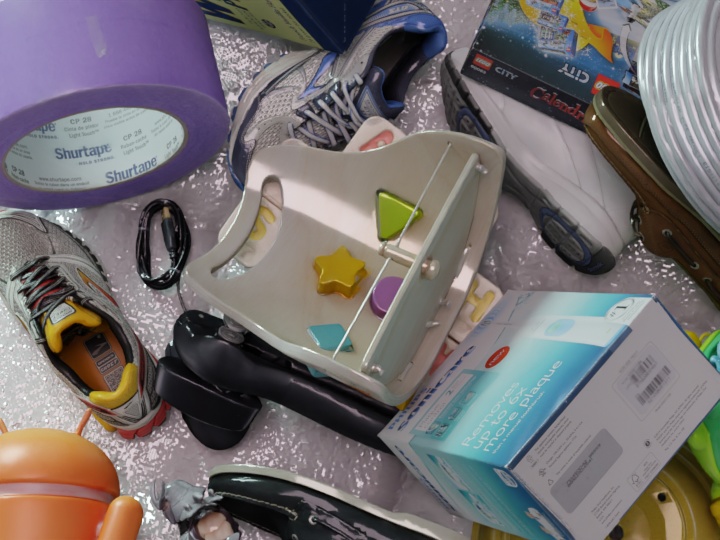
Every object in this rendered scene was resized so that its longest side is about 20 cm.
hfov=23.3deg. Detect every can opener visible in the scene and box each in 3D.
[{"bbox_3d":[-0.044,0.081,1.229,0.198,0.079,0.064,18,36,-4],"label":"can opener"}]

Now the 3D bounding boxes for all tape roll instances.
[{"bbox_3d":[-0.198,-0.122,1.250,0.198,0.200,0.086,-15,73,2],"label":"tape roll"}]

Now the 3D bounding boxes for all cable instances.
[{"bbox_3d":[0.276,-0.103,1.180,0.199,0.069,0.202,9,65,-37],"label":"cable"}]

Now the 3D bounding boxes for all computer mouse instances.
[{"bbox_3d":[-0.126,0.036,1.281,0.058,0.034,0.201,-21,71,1],"label":"computer mouse"}]

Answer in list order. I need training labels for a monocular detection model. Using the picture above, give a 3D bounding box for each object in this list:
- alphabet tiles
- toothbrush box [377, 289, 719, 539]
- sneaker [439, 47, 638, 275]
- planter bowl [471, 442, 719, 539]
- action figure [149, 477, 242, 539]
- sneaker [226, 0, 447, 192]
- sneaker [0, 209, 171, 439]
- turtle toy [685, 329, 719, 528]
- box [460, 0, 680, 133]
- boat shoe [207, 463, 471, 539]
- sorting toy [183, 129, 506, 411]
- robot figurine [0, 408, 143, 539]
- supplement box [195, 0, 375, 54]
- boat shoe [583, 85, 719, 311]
[{"bbox_3d":[0.000,0.000,1.253,0.199,0.015,0.196,37,92,1],"label":"alphabet tiles"},{"bbox_3d":[0.120,0.092,1.135,0.146,0.200,0.085,-46,105,-14],"label":"toothbrush box"},{"bbox_3d":[0.136,-0.090,1.278,0.087,0.075,0.200,-38,79,-18],"label":"sneaker"},{"bbox_3d":[0.171,0.182,1.174,0.199,0.084,0.202,-2,73,7],"label":"planter bowl"},{"bbox_3d":[-0.082,0.221,1.175,0.069,0.130,0.201,-35,83,-5],"label":"action figure"},{"bbox_3d":[-0.016,-0.130,1.281,0.200,0.077,0.085,-47,43,-7],"label":"sneaker"},{"bbox_3d":[-0.209,0.028,1.267,0.078,0.082,0.200,-40,72,-6],"label":"sneaker"},{"bbox_3d":[0.294,0.085,1.164,0.199,0.101,0.147,-14,75,-32],"label":"turtle toy"},{"bbox_3d":[0.188,-0.162,1.264,0.199,0.038,0.137,26,65,0],"label":"box"},{"bbox_3d":[-0.020,0.191,1.199,0.198,0.075,0.066,19,66,4],"label":"boat shoe"},{"bbox_3d":[-0.020,-0.010,1.196,0.179,0.107,0.201,21,63,16],"label":"sorting toy"},{"bbox_3d":[-0.221,0.196,1.200,0.116,0.144,0.202,6,71,-21],"label":"robot figurine"},{"bbox_3d":[-0.068,-0.294,1.286,0.199,0.134,0.201,20,75,38],"label":"supplement box"},{"bbox_3d":[0.217,-0.040,1.206,0.200,0.072,0.068,43,126,-11],"label":"boat shoe"}]
